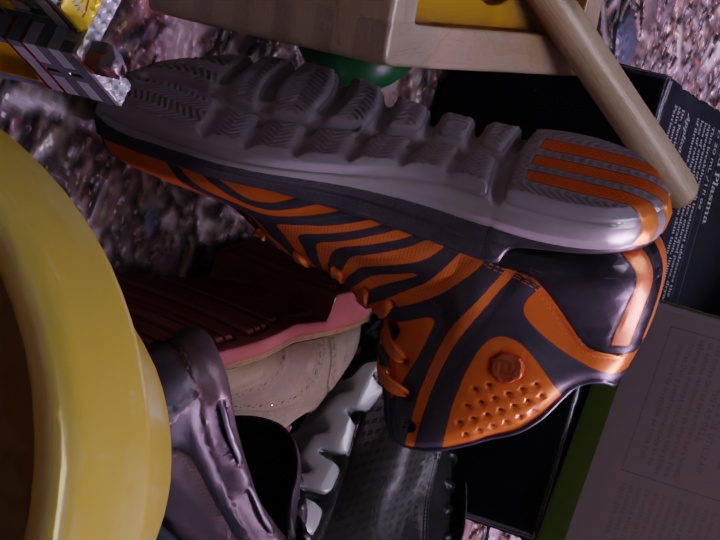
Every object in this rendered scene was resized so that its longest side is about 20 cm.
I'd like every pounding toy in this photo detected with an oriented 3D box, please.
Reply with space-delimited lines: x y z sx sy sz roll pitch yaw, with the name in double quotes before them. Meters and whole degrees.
"pounding toy" 0.040 -0.132 0.902 0.184 0.142 0.200 -5 107 -59

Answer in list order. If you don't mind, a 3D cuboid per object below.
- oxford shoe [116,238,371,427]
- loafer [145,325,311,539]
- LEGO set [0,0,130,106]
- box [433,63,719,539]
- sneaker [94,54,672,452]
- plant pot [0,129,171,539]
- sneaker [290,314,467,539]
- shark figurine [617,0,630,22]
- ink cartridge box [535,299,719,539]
"oxford shoe" -0.058 0.041 0.893 0.200 0.070 0.075 -13 122 -55
"loafer" -0.042 0.072 0.826 0.063 0.072 0.200 -38 155 1
"LEGO set" -0.092 -0.142 0.693 0.200 0.116 0.154 -61 148 -24
"box" 0.098 0.017 1.113 0.182 0.104 0.200 19 87 -60
"sneaker" 0.000 0.000 0.849 0.078 0.200 0.112 -51 153 -56
"plant pot" -0.138 0.047 0.650 0.189 0.200 0.201 15 90 -77
"sneaker" 0.011 0.085 1.000 0.090 0.066 0.200 37 68 -11
"shark figurine" 0.130 -0.111 0.904 0.090 0.128 0.215 -51 158 -8
"ink cartridge box" 0.178 0.109 0.986 0.076 0.200 0.148 30 78 -59
